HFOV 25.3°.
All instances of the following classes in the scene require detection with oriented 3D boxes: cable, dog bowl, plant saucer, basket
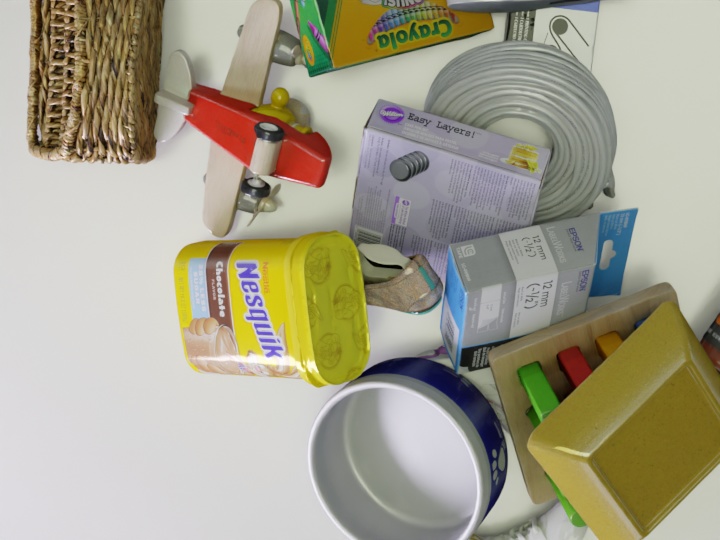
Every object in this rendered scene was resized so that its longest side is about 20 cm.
[{"bbox_3d":[0.158,-0.132,1.613,0.197,0.070,0.202,3,128,13],"label":"cable"},{"bbox_3d":[0.049,0.195,1.652,0.198,0.079,0.203,9,111,25],"label":"dog bowl"},{"bbox_3d":[0.283,0.164,1.560,0.200,0.048,0.200,-43,127,-5],"label":"plant saucer"},{"bbox_3d":[-0.285,-0.210,1.639,0.147,0.143,0.203,5,96,3],"label":"basket"}]

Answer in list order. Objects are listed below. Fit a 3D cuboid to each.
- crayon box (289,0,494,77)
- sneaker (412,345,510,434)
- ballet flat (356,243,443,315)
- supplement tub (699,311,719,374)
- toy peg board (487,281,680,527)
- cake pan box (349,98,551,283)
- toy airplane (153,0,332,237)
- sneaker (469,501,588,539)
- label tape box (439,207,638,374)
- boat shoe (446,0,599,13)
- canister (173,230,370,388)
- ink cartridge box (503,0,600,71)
[{"bbox_3d":[0.028,-0.274,1.602,0.198,0.058,0.120,-18,96,-28],"label":"crayon box"},{"bbox_3d":[0.146,0.130,1.677,0.197,0.075,0.101,7,96,3],"label":"sneaker"},{"bbox_3d":[0.000,0.000,1.635,0.198,0.068,0.068,2,131,41],"label":"ballet flat"},{"bbox_3d":[0.436,0.031,1.629,0.106,0.107,0.201,34,97,0],"label":"supplement tub"},{"bbox_3d":[0.252,0.148,1.606,0.197,0.098,0.201,-21,123,-2],"label":"toy peg board"},{"bbox_3d":[0.085,-0.064,1.613,0.182,0.053,0.201,18,140,8],"label":"cake pan box"},{"bbox_3d":[-0.115,-0.153,1.650,0.199,0.140,0.201,-25,82,43],"label":"toy airplane"},{"bbox_3d":[0.152,0.295,1.696,0.115,0.074,0.201,35,99,-3],"label":"sneaker"},{"bbox_3d":[0.184,0.021,1.599,0.198,0.144,0.067,-10,54,-9],"label":"label tape box"},{"bbox_3d":[0.181,-0.297,1.587,0.197,0.070,0.067,-7,89,2],"label":"boat shoe"},{"bbox_3d":[-0.094,0.038,1.632,0.199,0.086,0.150,-1,100,43],"label":"canister"},{"bbox_3d":[0.196,-0.259,1.646,0.093,0.044,0.203,6,97,2],"label":"ink cartridge box"}]
